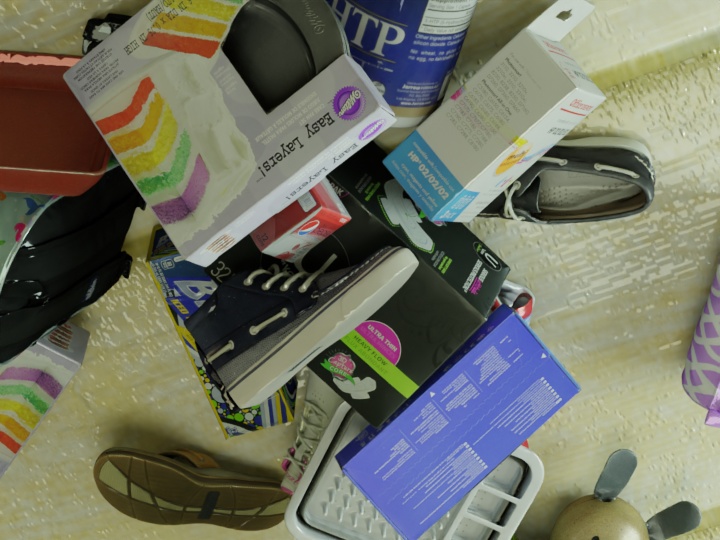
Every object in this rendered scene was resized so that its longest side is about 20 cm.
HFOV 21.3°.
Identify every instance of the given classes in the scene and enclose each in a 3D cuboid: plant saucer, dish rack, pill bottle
[{"bbox_3d":[-0.290,-0.117,1.526,0.199,0.200,0.037,4,122,-2],"label":"plant saucer"},{"bbox_3d":[0.046,0.192,1.714,0.199,0.044,0.172,21,116,-13],"label":"dish rack"},{"bbox_3d":[0.035,-0.225,1.503,0.119,0.120,0.201,14,120,-8],"label":"pill bottle"}]

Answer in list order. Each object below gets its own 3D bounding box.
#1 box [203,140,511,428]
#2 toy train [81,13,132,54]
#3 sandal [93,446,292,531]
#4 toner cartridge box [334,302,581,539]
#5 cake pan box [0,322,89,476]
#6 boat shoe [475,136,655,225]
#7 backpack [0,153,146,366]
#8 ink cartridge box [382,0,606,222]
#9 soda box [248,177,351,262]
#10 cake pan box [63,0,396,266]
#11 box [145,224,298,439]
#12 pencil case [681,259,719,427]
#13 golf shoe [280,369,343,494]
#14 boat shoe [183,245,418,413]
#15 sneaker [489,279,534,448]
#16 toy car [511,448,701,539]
[{"bbox_3d":[0.000,0.000,1.611,0.200,0.124,0.149,42,115,-2],"label":"box"},{"bbox_3d":[-0.130,-0.184,1.583,0.199,0.034,0.046,8,111,-3],"label":"toy train"},{"bbox_3d":[-0.159,0.199,1.809,0.199,0.054,0.081,11,128,-23],"label":"sandal"},{"bbox_3d":[0.083,0.131,1.640,0.200,0.043,0.095,-41,104,-1],"label":"toner cartridge box"},{"bbox_3d":[-0.370,0.081,1.719,0.199,0.052,0.184,30,122,-16],"label":"cake pan box"},{"bbox_3d":[0.151,-0.070,1.630,0.199,0.060,0.074,-1,127,2],"label":"boat shoe"},{"bbox_3d":[-0.286,-0.024,1.586,0.150,0.200,0.178,25,122,9],"label":"backpack"},{"bbox_3d":[0.124,-0.128,1.545,0.200,0.115,0.068,-43,79,15],"label":"ink cartridge box"},{"bbox_3d":[-0.091,-0.107,1.506,0.063,0.070,0.201,-36,73,13],"label":"soda box"},{"bbox_3d":[-0.097,-0.133,1.445,0.200,0.052,0.185,-36,78,9],"label":"cake pan box"},{"bbox_3d":[-0.121,0.048,1.704,0.070,0.064,0.201,-16,120,11],"label":"box"},{"bbox_3d":[0.343,0.035,1.678,0.083,0.086,0.201,9,122,-3],"label":"pencil case"},{"bbox_3d":[-0.031,0.161,1.751,0.091,0.075,0.201,-24,124,-27],"label":"golf shoe"},{"bbox_3d":[-0.054,0.022,1.529,0.200,0.075,0.093,-39,80,14],"label":"boat shoe"},{"bbox_3d":[0.129,0.090,1.723,0.112,0.071,0.200,-25,116,19],"label":"sneaker"},{"bbox_3d":[0.221,0.270,1.796,0.164,0.158,0.200,40,103,-12],"label":"toy car"}]
